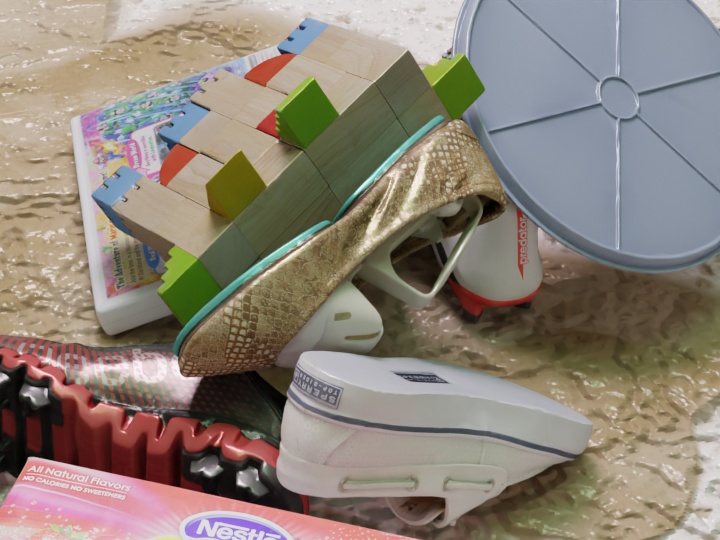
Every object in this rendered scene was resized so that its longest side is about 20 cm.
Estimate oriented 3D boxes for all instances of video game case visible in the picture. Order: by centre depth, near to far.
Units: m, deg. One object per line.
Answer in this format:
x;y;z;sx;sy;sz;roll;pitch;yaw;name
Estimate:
-0.072;-0.058;1.095;0.180;0.024;0.201;-19;38;1;video game case

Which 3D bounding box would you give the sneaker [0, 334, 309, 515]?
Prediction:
-0.106;0.069;0.920;0.199;0.071;0.098;18;37;13;sneaker

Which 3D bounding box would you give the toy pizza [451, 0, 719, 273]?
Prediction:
0.134;-0.088;1.055;0.198;0.032;0.202;12;62;-23;toy pizza

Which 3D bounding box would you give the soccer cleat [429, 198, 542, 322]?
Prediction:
0.043;-0.053;1.096;0.068;0.086;0.200;-14;40;-24;soccer cleat

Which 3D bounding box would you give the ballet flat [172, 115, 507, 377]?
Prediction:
0.000;0.000;0.908;0.065;0.071;0.200;45;63;8;ballet flat

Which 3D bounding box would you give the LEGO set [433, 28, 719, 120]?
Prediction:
0.130;-0.126;1.177;0.199;0.117;0.154;-22;46;-35;LEGO set

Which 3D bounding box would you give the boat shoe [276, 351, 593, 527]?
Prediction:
0.035;0.085;0.907;0.071;0.070;0.199;26;10;38;boat shoe

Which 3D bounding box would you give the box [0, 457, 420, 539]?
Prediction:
-0.059;0.159;0.778;0.198;0.095;0.103;11;35;9;box

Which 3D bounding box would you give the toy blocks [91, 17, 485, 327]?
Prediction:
-0.051;-0.060;1.004;0.200;0.100;0.136;-45;34;-13;toy blocks
